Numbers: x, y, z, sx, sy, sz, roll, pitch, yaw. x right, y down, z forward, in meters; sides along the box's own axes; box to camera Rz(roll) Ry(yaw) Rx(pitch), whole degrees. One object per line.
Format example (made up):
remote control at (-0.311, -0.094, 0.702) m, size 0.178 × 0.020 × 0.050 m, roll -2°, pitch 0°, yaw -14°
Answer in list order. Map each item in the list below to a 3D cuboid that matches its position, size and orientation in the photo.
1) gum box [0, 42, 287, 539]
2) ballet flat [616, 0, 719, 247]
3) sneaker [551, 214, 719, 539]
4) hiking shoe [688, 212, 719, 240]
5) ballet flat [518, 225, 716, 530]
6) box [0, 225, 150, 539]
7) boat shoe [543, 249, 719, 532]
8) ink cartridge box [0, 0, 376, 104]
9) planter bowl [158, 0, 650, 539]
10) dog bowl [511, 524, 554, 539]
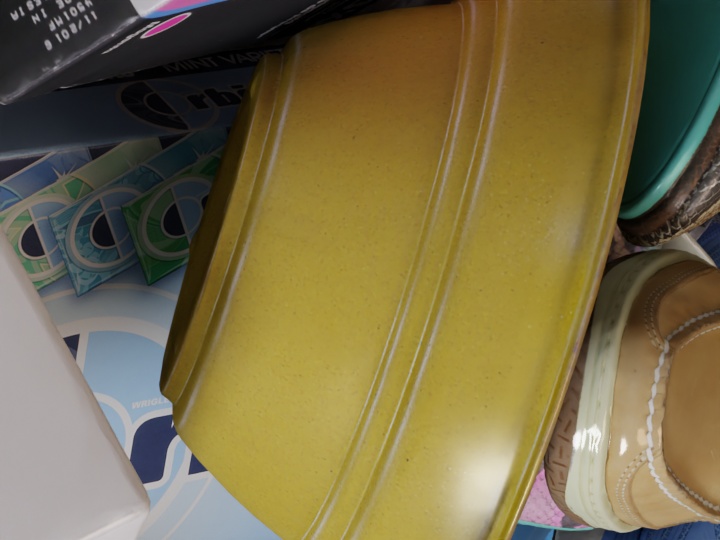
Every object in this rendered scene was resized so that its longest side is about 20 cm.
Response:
gum box at (-0.065, 0.035, 0.811) m, size 0.170 × 0.045 × 0.200 m, roll -9°, pitch 125°, yaw -33°
ballet flat at (0.104, -0.081, 0.752) m, size 0.075 × 0.200 × 0.068 m, roll 25°, pitch 137°, yaw -27°
sneaker at (0.114, 0.060, 0.878) m, size 0.089 × 0.200 × 0.079 m, roll -8°, pitch 135°, yaw 18°
hiking shoe at (0.175, -0.074, 0.910) m, size 0.200 × 0.076 × 0.101 m, roll -25°, pitch 161°, yaw -33°
ballet flat at (0.075, -0.020, 0.814) m, size 0.071 × 0.069 × 0.201 m, roll 21°, pitch 75°, yaw -22°
box at (-0.174, 0.047, 0.635) m, size 0.200 × 0.153 × 0.106 m, roll -25°, pitch 166°, yaw -20°
boat shoe at (0.106, 0.036, 0.726) m, size 0.200 × 0.076 × 0.072 m, roll 2°, pitch 101°, yaw -68°
ink cartridge box at (-0.006, -0.088, 0.683) m, size 0.095 × 0.037 × 0.200 m, roll -29°, pitch 179°, yaw 31°
planter bowl at (0.000, 0.000, 0.711) m, size 0.083 × 0.201 × 0.201 m, roll 17°, pitch 115°, yaw -6°
dog bowl at (0.021, 0.137, 0.861) m, size 0.200 × 0.049 × 0.112 m, roll -52°, pitch 144°, yaw -46°
